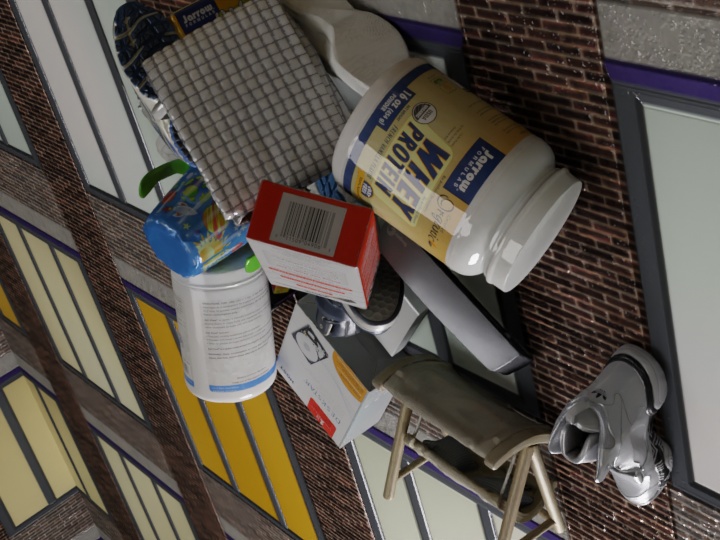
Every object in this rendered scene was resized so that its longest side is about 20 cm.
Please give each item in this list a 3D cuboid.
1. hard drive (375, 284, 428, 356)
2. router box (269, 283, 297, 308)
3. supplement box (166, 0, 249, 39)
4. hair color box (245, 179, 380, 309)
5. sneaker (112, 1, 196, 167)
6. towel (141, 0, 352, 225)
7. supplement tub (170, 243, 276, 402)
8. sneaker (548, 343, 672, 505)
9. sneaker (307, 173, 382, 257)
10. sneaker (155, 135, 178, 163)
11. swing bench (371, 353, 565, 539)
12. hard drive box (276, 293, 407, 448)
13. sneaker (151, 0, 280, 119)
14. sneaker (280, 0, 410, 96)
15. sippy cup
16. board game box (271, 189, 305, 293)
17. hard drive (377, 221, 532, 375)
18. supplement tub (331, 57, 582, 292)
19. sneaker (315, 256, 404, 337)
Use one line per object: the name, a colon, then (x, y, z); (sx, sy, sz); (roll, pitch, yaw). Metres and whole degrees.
hard drive: (0.000, 0.000, 1.534); (0.200, 0.026, 0.132); (50, 153, 12)
router box: (-0.186, -0.023, 1.793); (0.201, 0.051, 0.149); (56, 152, 0)
supplement box: (-0.153, -0.221, 1.458); (0.109, 0.109, 0.201); (-5, 116, 60)
hair color box: (-0.042, -0.022, 1.223); (0.110, 0.064, 0.200); (15, 167, 6)
sneaker: (-0.230, -0.205, 1.403); (0.085, 0.077, 0.201); (6, 125, 62)
towel: (-0.107, -0.160, 1.261); (0.201, 0.165, 0.086); (60, 173, 9)
supplement tub: (-0.185, 0.066, 1.687); (0.132, 0.131, 0.201); (27, 128, 45)
sneaker: (0.244, 0.175, 1.215); (0.075, 0.115, 0.201); (31, 144, 41)
sneaker: (-0.014, -0.098, 1.378); (0.075, 0.086, 0.201); (-46, 64, 44)
sneaker: (-0.212, -0.170, 1.654); (0.100, 0.078, 0.200); (50, 154, 5)
swing bench: (0.129, 0.213, 1.444); (0.199, 0.129, 0.201); (32, 139, 41)
hard drive box: (-0.028, 0.126, 1.664); (0.156, 0.077, 0.200); (49, 153, 16)
sneaker: (-0.129, -0.204, 1.356); (0.099, 0.200, 0.071); (54, 171, -18)
sneaker: (-0.011, -0.221, 1.273); (0.200, 0.075, 0.089); (50, 159, 35)
sippy cup: (-0.202, -0.065, 1.586); (0.177, 0.130, 0.140); (7, 134, 48)
board game box: (-0.097, -0.056, 1.601); (0.200, 0.030, 0.096); (119, 139, -58)
hard drive: (0.098, 0.031, 1.318); (0.200, 0.042, 0.135); (48, -174, 15)
supplement tub: (0.089, -0.087, 1.140); (0.199, 0.144, 0.145); (36, 149, 15)
sneaker: (-0.002, 0.041, 1.418); (0.203, 0.076, 0.147); (-110, 20, -50)
